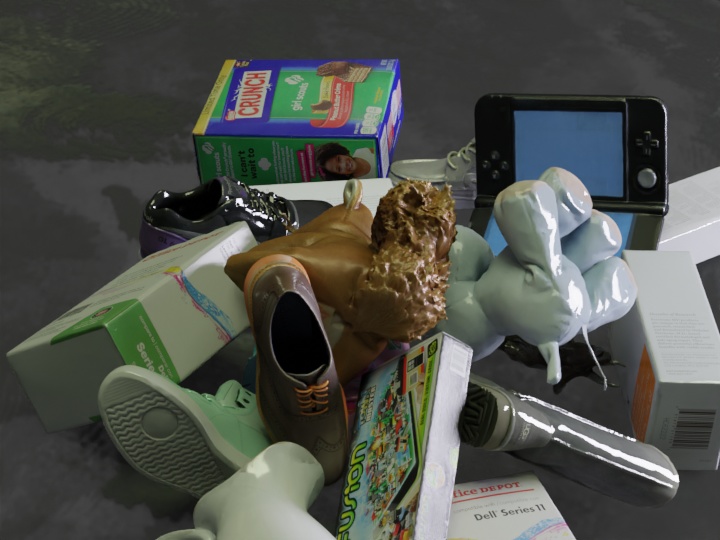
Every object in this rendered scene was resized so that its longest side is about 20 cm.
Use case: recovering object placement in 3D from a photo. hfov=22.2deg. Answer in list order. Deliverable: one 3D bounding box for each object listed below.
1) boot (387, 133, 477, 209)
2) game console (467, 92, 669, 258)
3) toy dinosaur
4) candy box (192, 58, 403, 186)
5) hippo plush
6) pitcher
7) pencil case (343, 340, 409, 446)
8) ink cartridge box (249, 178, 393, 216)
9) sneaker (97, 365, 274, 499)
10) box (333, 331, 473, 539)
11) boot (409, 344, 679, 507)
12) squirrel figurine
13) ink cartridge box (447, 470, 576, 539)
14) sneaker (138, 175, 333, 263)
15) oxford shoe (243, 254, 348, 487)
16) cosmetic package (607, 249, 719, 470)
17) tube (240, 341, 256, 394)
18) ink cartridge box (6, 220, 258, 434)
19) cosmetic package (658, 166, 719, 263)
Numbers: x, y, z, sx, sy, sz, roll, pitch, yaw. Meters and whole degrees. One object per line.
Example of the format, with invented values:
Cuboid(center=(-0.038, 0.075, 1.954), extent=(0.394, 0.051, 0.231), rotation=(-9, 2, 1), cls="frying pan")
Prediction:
Cuboid(center=(0.120, -0.117, 1.917), extent=(0.198, 0.096, 0.074), rotation=(4, 34, 0), cls="boot")
Cuboid(center=(0.195, -0.077, 1.799), extent=(0.198, 0.178, 0.116), rotation=(3, 17, 20), cls="game console")
Cuboid(center=(0.149, 0.054, 1.701), extent=(0.077, 0.102, 0.200), rotation=(-46, 34, -3), cls="toy dinosaur")
Cuboid(center=(-0.064, -0.157, 1.949), extent=(0.198, 0.078, 0.170), rotation=(0, 34, 10), cls="candy box")
Cuboid(center=(0.136, 0.024, 1.588), extent=(0.159, 0.160, 0.202), rotation=(9, 67, -47), cls="hippo plush")
Cuboid(center=(-0.084, 0.243, 1.371), extent=(0.171, 0.122, 0.201), rotation=(-30, 37, 5), cls="pitcher")
Cuboid(center=(0.004, 0.089, 1.621), extent=(0.086, 0.088, 0.201), rotation=(6, 35, 1), cls="pencil case")
Cuboid(center=(-0.049, -0.015, 1.796), extent=(0.198, 0.044, 0.175), rotation=(-4, 47, -13), cls="ink cartridge box")
Cuboid(center=(-0.137, 0.121, 1.496), extent=(0.200, 0.074, 0.119), rotation=(41, 21, -28), cls="sneaker")
Cuboid(center=(0.031, 0.157, 1.442), extent=(0.035, 0.110, 0.201), rotation=(29, 52, -27), cls="box")
Cuboid(center=(0.146, 0.132, 1.536), extent=(0.199, 0.073, 0.182), rotation=(14, 12, -33), cls="boot")
Cuboid(center=(0.000, 0.000, 1.557), extent=(0.198, 0.143, 0.187), rotation=(-14, 20, 21), cls="squirrel figurine")
Cuboid(center=(0.105, 0.228, 1.444), extent=(0.116, 0.068, 0.200), rotation=(-8, 36, -19), cls="ink cartridge box")
Cuboid(center=(-0.109, -0.047, 1.726), extent=(0.198, 0.088, 0.076), rotation=(-11, 47, -19), cls="sneaker")
Cuboid(center=(-0.049, 0.092, 1.454), extent=(0.071, 0.202, 0.073), rotation=(-19, 22, -7), cls="oxford shoe")
Cuboid(center=(0.278, 0.078, 1.655), extent=(0.070, 0.102, 0.201), rotation=(2, 34, -4), cls="cosmetic package")
Cuboid(center=(-0.065, 0.045, 1.659), extent=(0.050, 0.078, 0.200), rotation=(20, 42, 11), cls="tube")
Cuboid(center=(-0.184, 0.049, 1.592), extent=(0.144, 0.085, 0.200), rotation=(-17, 15, 43), cls="ink cartridge box")
Cuboid(center=(0.331, -0.046, 1.885), extent=(0.199, 0.051, 0.082), rotation=(-19, 37, -30), cls="cosmetic package")
